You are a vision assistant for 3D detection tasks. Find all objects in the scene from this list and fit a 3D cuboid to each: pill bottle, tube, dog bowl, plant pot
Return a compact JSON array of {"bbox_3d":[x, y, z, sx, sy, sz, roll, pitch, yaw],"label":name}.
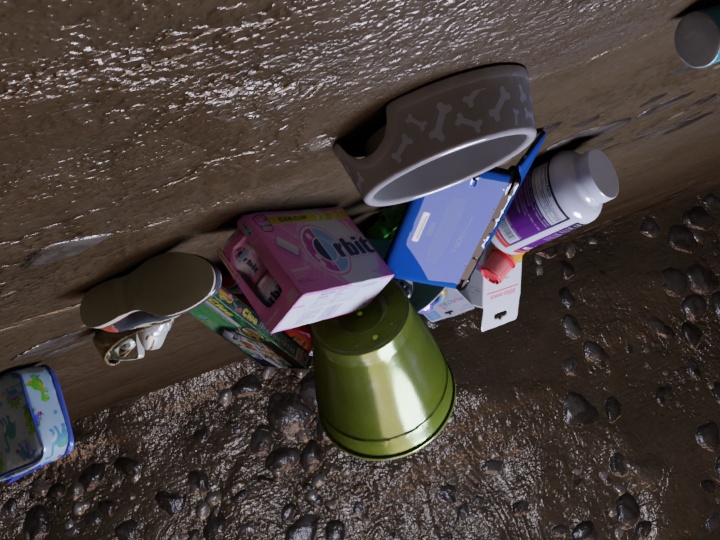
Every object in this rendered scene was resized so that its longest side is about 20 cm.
[{"bbox_3d":[0.283,-0.107,1.356,0.111,0.114,0.199,-13,170,-46],"label":"pill bottle"},{"bbox_3d":[0.386,-0.244,0.874,0.198,0.051,0.077,-23,180,-29],"label":"tube"},{"bbox_3d":[0.075,-0.120,0.849,0.197,0.060,0.200,-20,173,-2],"label":"dog bowl"},{"bbox_3d":[0.016,0.112,1.187,0.197,0.202,0.195,-20,138,-1],"label":"plant pot"}]

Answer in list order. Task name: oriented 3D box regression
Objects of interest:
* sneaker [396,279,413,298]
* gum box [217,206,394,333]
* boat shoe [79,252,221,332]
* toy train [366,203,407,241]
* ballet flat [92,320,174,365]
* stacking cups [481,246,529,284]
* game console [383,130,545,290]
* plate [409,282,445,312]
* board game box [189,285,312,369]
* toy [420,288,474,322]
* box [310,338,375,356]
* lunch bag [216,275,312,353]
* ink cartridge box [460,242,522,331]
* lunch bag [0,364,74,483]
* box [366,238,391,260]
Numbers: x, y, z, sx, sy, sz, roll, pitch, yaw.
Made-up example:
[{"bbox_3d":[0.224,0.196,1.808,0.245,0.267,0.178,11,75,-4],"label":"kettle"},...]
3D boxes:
[{"bbox_3d":[0.000,0.000,1.347,0.197,0.077,0.081,14,-156,33],"label":"sneaker"},{"bbox_3d":[-0.062,-0.006,1.036,0.066,0.114,0.199,-48,161,28],"label":"gum box"},{"bbox_3d":[-0.231,0.030,1.032,0.197,0.073,0.062,-17,161,28],"label":"boat shoe"},{"bbox_3d":[0.055,-0.065,1.236,0.041,0.057,0.200,-26,176,-20],"label":"toy train"},{"bbox_3d":[-0.318,0.090,1.314,0.198,0.066,0.070,-27,171,41],"label":"ballet flat"},{"bbox_3d":[0.265,-0.066,1.484,0.200,0.060,0.061,-49,-179,-14],"label":"stacking cups"},{"bbox_3d":[0.130,-0.085,1.142,0.167,0.120,0.202,10,135,-12],"label":"game console"},{"bbox_3d":[0.064,0.005,1.363,0.197,0.202,0.026,-23,132,19],"label":"plate"},{"bbox_3d":[-0.162,0.077,1.223,0.104,0.024,0.200,2,149,43],"label":"board game box"},{"bbox_3d":[0.081,0.026,1.500,0.114,0.200,0.048,-22,-151,52],"label":"toy"},{"bbox_3d":[-0.029,0.063,1.432,0.197,0.049,0.163,-6,-134,29],"label":"box"},{"bbox_3d":[-0.139,0.059,1.295,0.174,0.083,0.200,25,157,-5],"label":"lunch bag"},{"bbox_3d":[0.218,-0.010,1.537,0.067,0.204,0.115,13,-162,43],"label":"ink cartridge box"},{"bbox_3d":[-0.560,0.254,1.474,0.198,0.164,0.082,-25,171,34],"label":"lunch bag"},{"bbox_3d":[-0.049,-0.002,1.193,0.197,0.050,0.082,1,145,-36],"label":"box"}]
